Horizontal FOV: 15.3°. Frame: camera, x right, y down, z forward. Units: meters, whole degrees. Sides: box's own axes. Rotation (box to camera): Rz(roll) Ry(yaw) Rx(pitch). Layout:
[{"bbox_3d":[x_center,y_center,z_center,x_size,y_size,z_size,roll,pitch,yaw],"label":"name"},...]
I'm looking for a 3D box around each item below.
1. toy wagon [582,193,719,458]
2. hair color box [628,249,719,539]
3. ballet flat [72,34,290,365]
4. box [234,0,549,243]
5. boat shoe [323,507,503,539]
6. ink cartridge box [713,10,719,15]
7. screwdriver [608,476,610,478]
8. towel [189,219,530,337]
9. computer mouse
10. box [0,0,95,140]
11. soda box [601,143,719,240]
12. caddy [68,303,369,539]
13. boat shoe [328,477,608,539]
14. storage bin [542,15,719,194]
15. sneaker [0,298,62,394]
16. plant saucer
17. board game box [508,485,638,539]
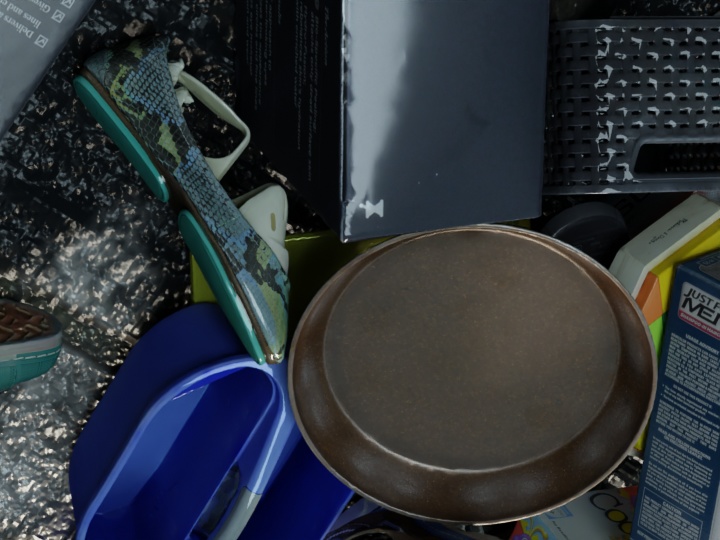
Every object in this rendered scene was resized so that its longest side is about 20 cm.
[{"bbox_3d":[0.189,0.050,1.553,0.155,0.040,0.200,-35,134,-25],"label":"toy wagon"},{"bbox_3d":[0.217,0.083,1.524,0.100,0.060,0.200,-18,126,-40],"label":"hair color box"},{"bbox_3d":[-0.079,-0.045,1.462,0.074,0.074,0.200,-33,84,-4],"label":"ballet flat"},{"bbox_3d":[0.013,-0.144,1.423,0.117,0.200,0.197,-6,113,-17],"label":"box"},{"bbox_3d":[0.016,0.170,1.520,0.072,0.200,0.072,2,86,-28],"label":"boat shoe"},{"bbox_3d":[0.303,-0.088,1.546,0.084,0.200,0.145,-35,118,-5],"label":"ink cartridge box"},{"bbox_3d":[0.122,0.175,1.688,0.028,0.029,0.200,27,96,-26],"label":"screwdriver"},{"bbox_3d":[0.000,0.000,1.549,0.199,0.018,0.086,-8,139,-9],"label":"towel"},{"bbox_3d":[0.087,0.051,1.533,0.140,0.046,0.200,-20,127,-22],"label":"computer mouse"},{"bbox_3d":[-0.246,-0.133,1.391,0.148,0.107,0.200,32,97,-27],"label":"box"},{"bbox_3d":[0.170,-0.009,1.604,0.200,0.068,0.064,-41,118,1],"label":"soda box"},{"bbox_3d":[-0.083,0.118,1.530,0.141,0.105,0.200,20,114,-28],"label":"caddy"},{"bbox_3d":[0.057,0.159,1.634,0.200,0.064,0.071,-30,117,-6],"label":"boat shoe"},{"bbox_3d":[0.141,-0.089,1.478,0.135,0.200,0.094,-2,93,-18],"label":"storage bin"},{"bbox_3d":[-0.263,0.068,1.490,0.199,0.071,0.080,-9,118,-10],"label":"sneaker"},{"bbox_3d":[0.060,0.051,1.457,0.200,0.035,0.201,1,124,1],"label":"plant saucer"},{"bbox_3d":[0.131,0.242,1.630,0.103,0.105,0.200,-3,127,-36],"label":"board game box"}]
